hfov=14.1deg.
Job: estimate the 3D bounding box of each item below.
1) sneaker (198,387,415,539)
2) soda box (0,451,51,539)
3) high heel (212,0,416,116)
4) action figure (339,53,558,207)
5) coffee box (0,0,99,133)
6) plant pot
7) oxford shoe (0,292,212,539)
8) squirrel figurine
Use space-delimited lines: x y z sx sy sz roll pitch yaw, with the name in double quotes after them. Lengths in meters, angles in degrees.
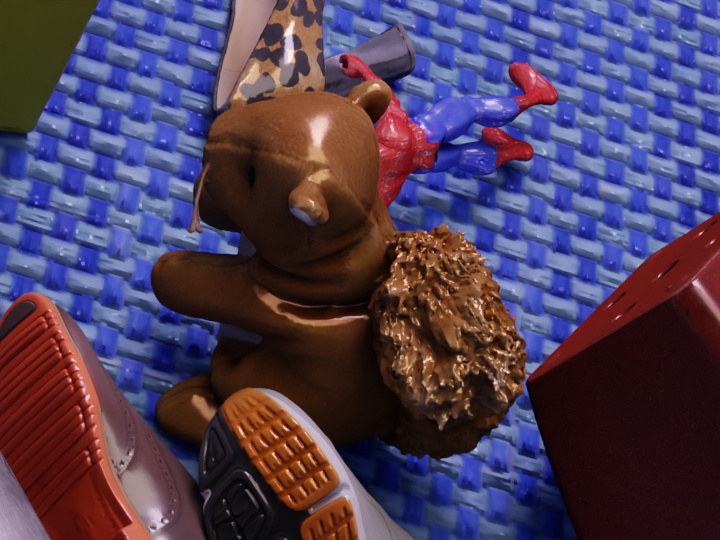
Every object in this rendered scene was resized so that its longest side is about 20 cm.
-0.004 0.141 1.388 0.200 0.076 0.092 58 19 -1 "sneaker"
-0.196 0.111 1.321 0.063 0.071 0.200 -18 65 -34 "soda box"
-0.067 -0.170 1.593 0.142 0.071 0.200 -26 79 -45 "high heel"
0.014 -0.080 1.554 0.099 0.065 0.200 31 27 21 "action figure"
-0.239 -0.209 1.451 0.199 0.200 0.198 5 55 -24 "coffee box"
0.205 0.067 1.445 0.176 0.200 0.200 52 49 -4 "plant pot"
-0.119 0.102 1.382 0.072 0.071 0.201 1 59 -49 "oxford shoe"
0.000 0.000 1.399 0.199 0.187 0.142 23 48 16 "squirrel figurine"
